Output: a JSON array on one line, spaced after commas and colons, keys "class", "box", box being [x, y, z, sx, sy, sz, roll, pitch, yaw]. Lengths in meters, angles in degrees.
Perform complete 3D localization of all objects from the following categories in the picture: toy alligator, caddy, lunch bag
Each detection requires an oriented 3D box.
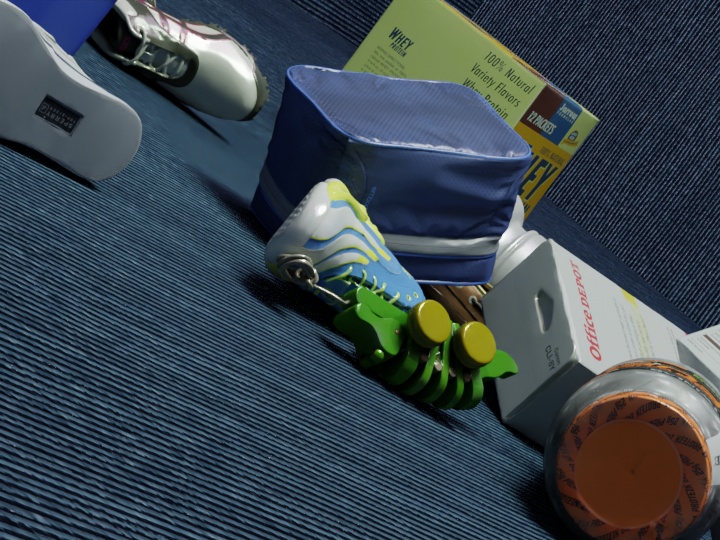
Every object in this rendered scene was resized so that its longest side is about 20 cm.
[{"class": "toy alligator", "box": [0.023, 0.050, 1.614, 0.199, 0.059, 0.055, 25, 56, -32]}, {"class": "caddy", "box": [-0.252, -0.244, 1.882, 0.141, 0.105, 0.200, 40, 8, 15]}, {"class": "lunch bag", "box": [0.025, -0.061, 1.863, 0.199, 0.133, 0.136, 5, 27, -29]}]

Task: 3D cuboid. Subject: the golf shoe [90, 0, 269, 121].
[{"class": "golf shoe", "box": [-0.172, -0.185, 2.114, 0.200, 0.077, 0.088, 35, 27, 2]}]

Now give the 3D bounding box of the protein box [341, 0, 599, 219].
[{"class": "protein box", "box": [0.083, -0.137, 2.439, 0.198, 0.200, 0.135, 41, 9, 30]}]

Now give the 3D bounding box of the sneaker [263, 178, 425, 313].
[{"class": "sneaker", "box": [0.000, 0.000, 1.667, 0.105, 0.076, 0.200, 40, 3, 8]}]

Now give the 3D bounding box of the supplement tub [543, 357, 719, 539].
[{"class": "supplement tub", "box": [0.184, 0.122, 1.628, 0.122, 0.123, 0.200, 38, 7, 7]}]

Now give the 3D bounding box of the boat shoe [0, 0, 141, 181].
[{"class": "boat shoe", "box": [-0.210, -0.115, 1.476, 0.065, 0.074, 0.200, 37, -5, 37]}]

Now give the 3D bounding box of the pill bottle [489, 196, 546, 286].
[{"class": "pill bottle", "box": [0.067, -0.040, 2.079, 0.200, 0.120, 0.120, 39, 8, 16]}]

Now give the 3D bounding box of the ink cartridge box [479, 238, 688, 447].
[{"class": "ink cartridge box", "box": [0.192, 0.088, 1.877, 0.200, 0.083, 0.146, 34, 28, -29]}]

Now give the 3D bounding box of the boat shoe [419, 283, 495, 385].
[{"class": "boat shoe", "box": [0.107, 0.044, 1.952, 0.200, 0.068, 0.072, 38, 6, -5]}]

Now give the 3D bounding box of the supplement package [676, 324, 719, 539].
[{"class": "supplement package", "box": [0.317, 0.146, 1.767, 0.156, 0.110, 0.201, -128, -157, -63]}]
